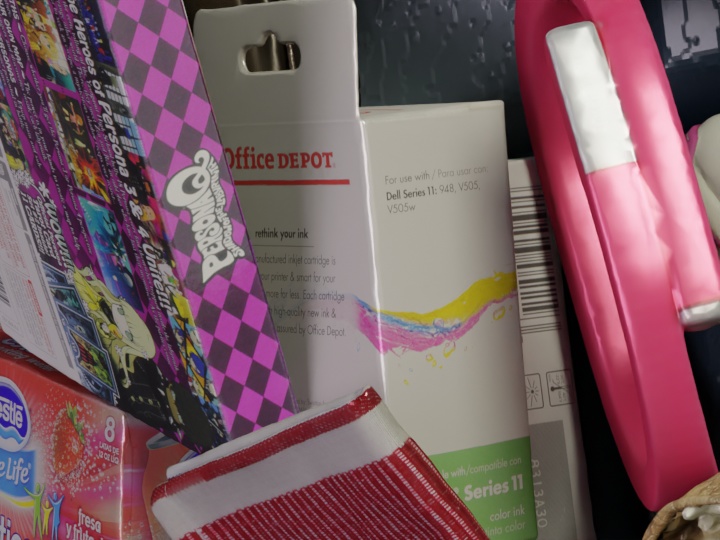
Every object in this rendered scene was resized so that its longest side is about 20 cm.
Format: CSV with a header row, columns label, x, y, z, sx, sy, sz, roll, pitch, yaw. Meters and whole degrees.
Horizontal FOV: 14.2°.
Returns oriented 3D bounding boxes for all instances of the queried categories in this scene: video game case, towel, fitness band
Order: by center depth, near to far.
label,x,y,z,sx,sy,sz,roll,pitch,yaw
towel,0.021,0.137,1.001,0.200,0.023,0.144,53,143,-9
fitness band,0.091,-0.017,1.004,0.144,0.037,0.201,85,172,-76
video game case,-0.103,-0.041,1.051,0.181,0.036,0.201,25,138,51

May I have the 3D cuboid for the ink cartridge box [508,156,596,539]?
label,x,y,z,sx,sy,sz,roll,pitch,yaw
ink cartridge box,0.010,0.047,1.152,0.200,0.050,0.162,-9,88,58

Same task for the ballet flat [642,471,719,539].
label,x,y,z,sx,sy,sz,roll,pitch,yaw
ballet flat,0.137,0.098,0.871,0.200,0.065,0.071,172,77,-76

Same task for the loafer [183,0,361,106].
label,x,y,z,sx,sy,sz,roll,pitch,yaw
loafer,-0.056,-0.108,1.153,0.073,0.071,0.201,-30,64,44

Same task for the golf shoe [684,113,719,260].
label,x,y,z,sx,sy,sz,roll,pitch,yaw
golf shoe,0.191,-0.001,0.946,0.200,0.075,0.092,42,113,25

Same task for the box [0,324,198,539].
label,x,y,z,sx,sy,sz,roll,pitch,yaw
box,-0.105,0.078,1.199,0.200,0.102,0.095,18,108,54

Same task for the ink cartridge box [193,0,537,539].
label,x,y,z,sx,sy,sz,roll,pitch,yaw
ink cartridge box,0.000,0.000,1.057,0.117,0.067,0.201,3,99,56
